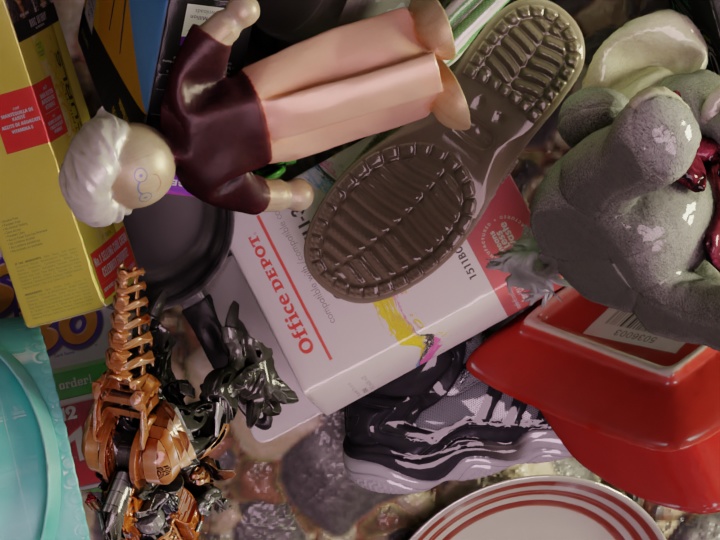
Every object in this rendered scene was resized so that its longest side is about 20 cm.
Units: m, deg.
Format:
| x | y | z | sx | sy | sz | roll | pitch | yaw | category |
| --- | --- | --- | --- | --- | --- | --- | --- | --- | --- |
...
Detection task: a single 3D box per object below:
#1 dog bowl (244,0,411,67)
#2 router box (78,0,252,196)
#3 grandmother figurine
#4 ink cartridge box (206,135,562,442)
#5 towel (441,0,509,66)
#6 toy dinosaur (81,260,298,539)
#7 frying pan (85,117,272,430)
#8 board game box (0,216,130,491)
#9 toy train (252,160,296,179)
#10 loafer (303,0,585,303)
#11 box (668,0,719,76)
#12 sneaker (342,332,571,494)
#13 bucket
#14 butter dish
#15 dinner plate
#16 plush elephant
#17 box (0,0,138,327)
| x | y | z | sx | sy | sz | roll | pitch | yaw | category |
| --- | --- | --- | --- | --- | --- | --- | --- | --- | --- |
| -0.019 | -0.190 | 1.424 | 0.058 | 0.200 | 0.201 | 1 | 116 | -29 | dog bowl |
| -0.098 | -0.146 | 1.418 | 0.051 | 0.200 | 0.150 | 5 | 114 | -16 | router box |
| -0.051 | -0.074 | 1.321 | 0.199 | 0.061 | 0.122 | -22 | 114 | -11 | grandmother figurine |
| 0.000 | 0.000 | 1.554 | 0.199 | 0.068 | 0.117 | -29 | 74 | 2 | ink cartridge box |
| 0.091 | -0.171 | 1.454 | 0.023 | 0.200 | 0.153 | 45 | 101 | -3 | towel |
| -0.104 | 0.086 | 1.472 | 0.102 | 0.136 | 0.201 | 26 | 132 | 7 | toy dinosaur |
| -0.095 | -0.011 | 1.528 | 0.190 | 0.031 | 0.115 | 36 | 109 | -7 | frying pan |
| -0.184 | 0.034 | 1.586 | 0.095 | 0.030 | 0.201 | 2 | 112 | -13 | board game box |
| -0.041 | -0.079 | 1.468 | 0.056 | 0.200 | 0.042 | -25 | 99 | 2 | toy train |
| 0.049 | -0.063 | 1.494 | 0.076 | 0.068 | 0.200 | 44 | 103 | -1 | loafer |
| 0.255 | -0.151 | 1.539 | 0.148 | 0.124 | 0.201 | -22 | 117 | -1 | box |
| 0.078 | 0.055 | 1.625 | 0.199 | 0.076 | 0.114 | -16 | 117 | -5 | sneaker |
| -0.222 | 0.123 | 1.500 | 0.134 | 0.207 | 0.208 | -14 | 118 | -9 | bucket |
| 0.196 | 0.069 | 1.560 | 0.199 | 0.200 | 0.149 | -34 | 121 | -25 | butter dish |
| 0.102 | 0.213 | 1.737 | 0.199 | 0.024 | 0.201 | -5 | 117 | -11 | dinner plate |
| 0.171 | -0.050 | 1.438 | 0.155 | 0.200 | 0.165 | -45 | 108 | -27 | plush elephant |
| -0.177 | -0.077 | 1.470 | 0.050 | 0.075 | 0.201 | -13 | 100 | 14 | box |
